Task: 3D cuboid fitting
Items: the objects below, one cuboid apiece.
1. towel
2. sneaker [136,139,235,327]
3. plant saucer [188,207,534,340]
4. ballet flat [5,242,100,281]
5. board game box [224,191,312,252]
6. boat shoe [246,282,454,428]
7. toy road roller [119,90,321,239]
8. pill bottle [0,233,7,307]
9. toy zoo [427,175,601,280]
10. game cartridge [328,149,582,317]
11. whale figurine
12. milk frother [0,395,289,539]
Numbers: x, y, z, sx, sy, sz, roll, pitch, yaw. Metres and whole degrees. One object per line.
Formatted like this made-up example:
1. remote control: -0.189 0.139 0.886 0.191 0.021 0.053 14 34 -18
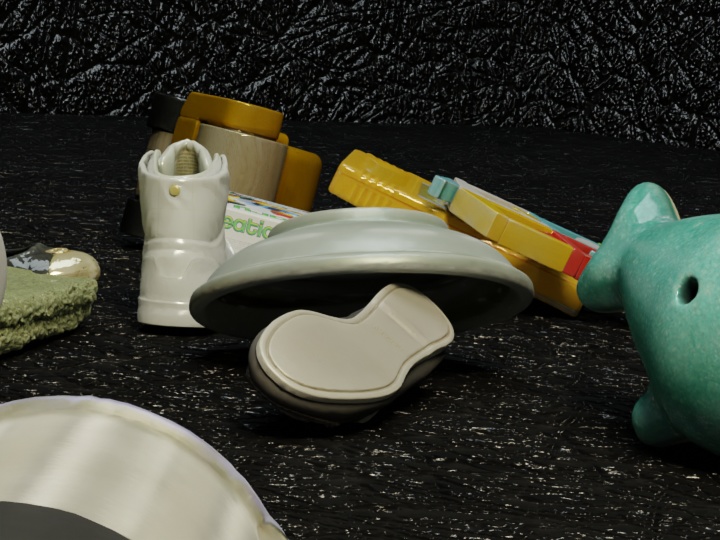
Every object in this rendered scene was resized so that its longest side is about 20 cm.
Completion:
1. towel: -0.246 0.021 1.404 0.148 0.037 0.200 6 6 11
2. sneaker: -0.103 -0.028 1.565 0.074 0.116 0.200 2 4 2
3. plant saucer: 0.000 0.000 1.393 0.200 0.050 0.200 -2 -13 0
4. ballet flat: -0.268 -0.012 1.563 0.200 0.057 0.066 5 4 7
5. board game box: -0.026 -0.017 1.718 0.200 0.035 0.126 15 7 -4
6. boat shoe: -0.010 0.054 1.248 0.067 0.057 0.200 43 22 13
7. toy road roller: -0.090 -0.066 1.895 0.146 0.123 0.200 14 2 -25
8. pill bottle: -0.282 -0.020 1.255 0.116 0.116 0.200 -2 19 -41
9. toy zoo: 0.136 -0.018 1.697 0.200 0.020 0.131 24 8 -16
10. game cartridge: 0.075 -0.033 1.775 0.200 0.032 0.176 28 7 0
11. whale figurine: 0.173 0.013 1.207 0.104 0.159 0.200 25 8 -39
12. milk frother: -0.105 0.057 0.512 0.180 0.200 0.188 0 6 0
